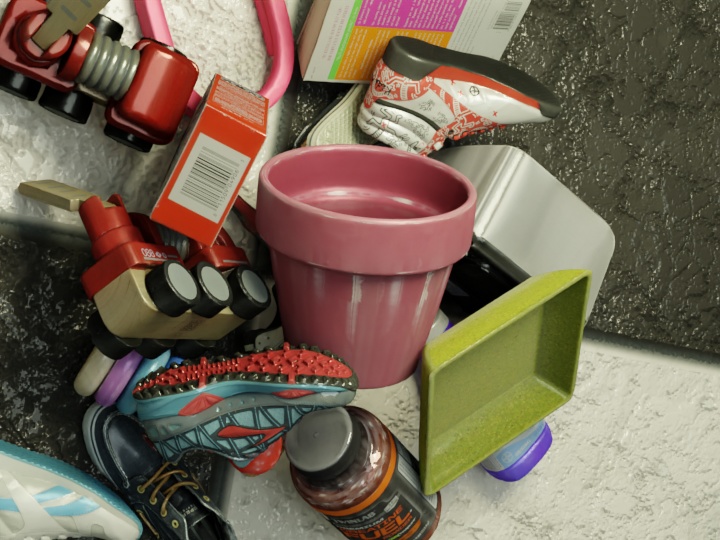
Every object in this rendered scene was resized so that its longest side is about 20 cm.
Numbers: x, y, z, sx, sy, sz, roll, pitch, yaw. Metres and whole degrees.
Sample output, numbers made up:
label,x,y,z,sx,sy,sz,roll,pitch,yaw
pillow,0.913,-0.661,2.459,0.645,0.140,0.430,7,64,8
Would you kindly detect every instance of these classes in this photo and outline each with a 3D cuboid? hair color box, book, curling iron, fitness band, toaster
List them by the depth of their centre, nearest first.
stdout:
label,x,y,z,sx,sy,sz,roll,pitch,yaw
hair color box,-0.131,-0.103,1.382,0.063,0.200,0.112,26,101,-8
fitness band,-0.141,-0.241,1.494,0.143,0.037,0.202,-21,100,-24
book,0.052,-0.237,1.500,0.198,0.134,0.048,2,55,-20
curling iron,-0.095,-0.054,1.525,0.049,0.026,0.201,-41,110,-8
toaster,0.130,-0.032,1.569,0.199,0.180,0.119,37,72,-26

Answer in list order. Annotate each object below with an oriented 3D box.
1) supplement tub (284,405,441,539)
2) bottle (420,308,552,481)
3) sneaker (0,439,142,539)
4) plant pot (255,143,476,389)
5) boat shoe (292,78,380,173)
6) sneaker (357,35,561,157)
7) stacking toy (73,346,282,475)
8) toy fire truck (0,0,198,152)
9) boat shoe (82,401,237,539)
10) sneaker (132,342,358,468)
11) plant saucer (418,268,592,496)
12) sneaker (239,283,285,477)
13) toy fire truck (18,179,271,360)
label,x,y,z,sx,sy,sz,roll,pitch,yaw
supplement tub,-0.002,0.199,1.499,0.108,0.106,0.200,-59,144,-15
bottle,0.121,0.128,1.630,0.084,0.065,0.201,-44,111,-20
sneaker,-0.293,0.213,1.404,0.199,0.076,0.081,25,88,-21
plant pot,0.000,0.000,1.425,0.198,0.200,0.181,-9,117,-28
boat shoe,0.001,-0.153,1.561,0.200,0.062,0.075,-43,106,-37
sneaker,0.093,-0.154,1.523,0.200,0.067,0.109,12,121,-28
stacking toy,-0.162,0.125,1.434,0.199,0.085,0.086,33,75,-8
toy fire truck,-0.216,-0.193,1.331,0.175,0.200,0.130,24,86,-18
boat shoe,-0.180,0.204,1.450,0.071,0.091,0.201,-40,109,-22
sneaker,-0.096,0.124,1.372,0.198,0.079,0.096,-7,113,7
plant saucer,0.125,0.097,1.480,0.199,0.048,0.201,-31,145,-24
sneaker,-0.089,0.101,1.516,0.087,0.075,0.201,32,67,-19
toy fire truck,-0.202,-0.022,1.394,0.176,0.128,0.201,5,55,-61
